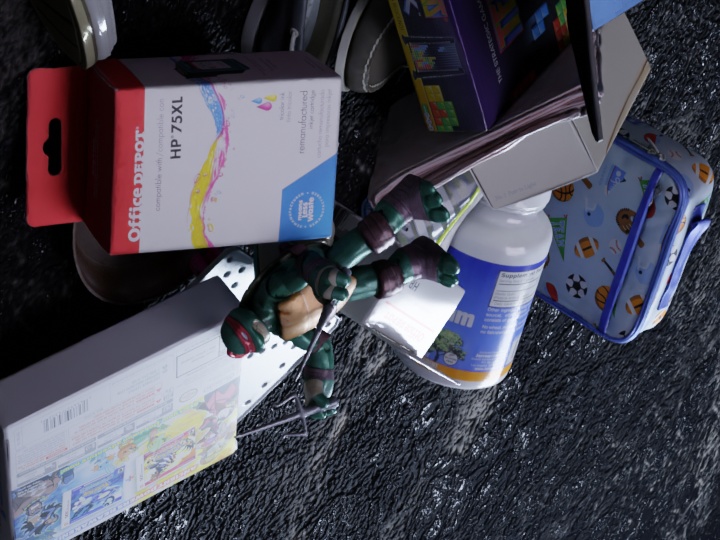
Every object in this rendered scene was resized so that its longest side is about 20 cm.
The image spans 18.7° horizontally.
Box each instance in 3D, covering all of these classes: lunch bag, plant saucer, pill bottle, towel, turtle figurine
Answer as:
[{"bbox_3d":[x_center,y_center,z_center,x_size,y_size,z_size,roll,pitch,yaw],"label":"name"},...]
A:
[{"bbox_3d":[0.238,-0.043,2.016,0.075,0.160,0.201,-21,136,-46],"label":"lunch bag"},{"bbox_3d":[-0.139,-0.070,1.554,0.200,0.032,0.201,-36,145,-31],"label":"plant saucer"},{"bbox_3d":[0.102,-0.008,1.897,0.112,0.112,0.202,-19,133,-47],"label":"pill bottle"},{"bbox_3d":[0.098,-0.122,1.661,0.190,0.032,0.200,-25,-163,15],"label":"towel"},{"bbox_3d":[-0.025,0.022,1.508,0.199,0.101,0.150,-35,157,-18],"label":"turtle figurine"}]

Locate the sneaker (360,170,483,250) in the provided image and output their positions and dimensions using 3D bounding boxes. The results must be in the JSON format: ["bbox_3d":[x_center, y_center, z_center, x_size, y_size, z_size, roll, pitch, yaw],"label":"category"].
[{"bbox_3d":[0.049,-0.061,1.809,0.081,0.074,0.201,4,113,-52],"label":"sneaker"}]

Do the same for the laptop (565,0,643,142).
[{"bbox_3d":[0.194,-0.229,1.501,0.115,0.201,0.188,-9,130,4],"label":"laptop"}]

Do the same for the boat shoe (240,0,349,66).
[{"bbox_3d":[-0.025,-0.224,1.544,0.075,0.060,0.201,-19,134,-47],"label":"boat shoe"}]

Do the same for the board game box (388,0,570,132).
[{"bbox_3d":[0.083,-0.227,1.582,0.165,0.056,0.201,-48,129,-44],"label":"board game box"}]

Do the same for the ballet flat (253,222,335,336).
[{"bbox_3d":[-0.050,-0.043,1.557,0.069,0.069,0.202,-31,125,-37],"label":"ballet flat"}]

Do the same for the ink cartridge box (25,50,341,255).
[{"bbox_3d":[-0.118,-0.078,1.443,0.198,0.067,0.117,-6,113,-22],"label":"ink cartridge box"}]

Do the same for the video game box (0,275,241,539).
[{"bbox_3d":[-0.178,0.110,1.585,0.199,0.047,0.183,-26,146,-25],"label":"video game box"}]

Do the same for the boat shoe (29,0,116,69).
[{"bbox_3d":[-0.173,-0.209,1.321,0.068,0.075,0.201,-37,145,-21],"label":"boat shoe"}]

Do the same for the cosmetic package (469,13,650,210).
[{"bbox_3d":[0.159,-0.138,1.778,0.073,0.103,0.200,60,32,-18],"label":"cosmetic package"}]

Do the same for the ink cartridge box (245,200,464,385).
[{"bbox_3d":[0.000,0.000,1.658,0.068,0.199,0.116,-56,151,1],"label":"ink cartridge box"}]

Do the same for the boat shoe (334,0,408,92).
[{"bbox_3d":[0.045,-0.196,1.629,0.202,0.060,0.072,-54,159,-39],"label":"boat shoe"}]

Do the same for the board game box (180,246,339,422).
[{"bbox_3d":[-0.130,0.072,1.667,0.200,0.026,0.200,-44,152,5],"label":"board game box"}]
